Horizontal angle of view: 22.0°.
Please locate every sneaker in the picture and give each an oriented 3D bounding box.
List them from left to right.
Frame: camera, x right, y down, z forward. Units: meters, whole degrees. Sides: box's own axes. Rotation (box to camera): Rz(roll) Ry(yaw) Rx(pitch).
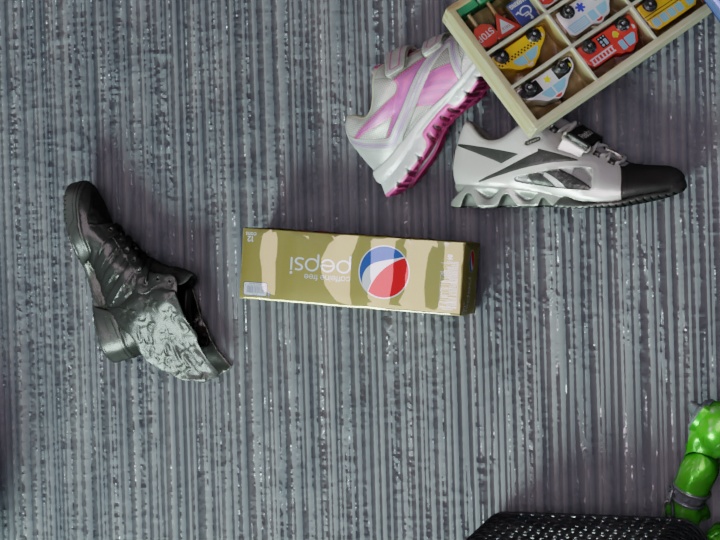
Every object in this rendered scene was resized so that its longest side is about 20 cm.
[{"bbox_3d":[-0.192,0.008,1.657,0.104,0.060,0.201,-13,93,16],"label":"sneaker"},{"bbox_3d":[0.057,-0.163,1.573,0.088,0.081,0.200,40,100,9],"label":"sneaker"},{"bbox_3d":[0.173,-0.095,1.547,0.199,0.074,0.089,2,94,14],"label":"sneaker"}]

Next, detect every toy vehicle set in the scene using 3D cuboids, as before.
[{"bbox_3d":[0.182,-0.214,1.523,0.200,0.027,0.124,-35,82,-14],"label":"toy vehicle set"}]

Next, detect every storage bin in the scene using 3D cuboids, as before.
[{"bbox_3d":[0.182,0.279,1.523,0.199,0.094,0.136,-1,100,23],"label":"storage bin"}]

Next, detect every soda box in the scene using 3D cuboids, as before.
[{"bbox_3d":[0.000,0.000,1.599,0.199,0.068,0.064,5,92,15],"label":"soda box"}]

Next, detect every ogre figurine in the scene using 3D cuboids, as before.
[{"bbox_3d":[0.338,0.159,1.502,0.200,0.098,0.120,1,106,47],"label":"ogre figurine"}]

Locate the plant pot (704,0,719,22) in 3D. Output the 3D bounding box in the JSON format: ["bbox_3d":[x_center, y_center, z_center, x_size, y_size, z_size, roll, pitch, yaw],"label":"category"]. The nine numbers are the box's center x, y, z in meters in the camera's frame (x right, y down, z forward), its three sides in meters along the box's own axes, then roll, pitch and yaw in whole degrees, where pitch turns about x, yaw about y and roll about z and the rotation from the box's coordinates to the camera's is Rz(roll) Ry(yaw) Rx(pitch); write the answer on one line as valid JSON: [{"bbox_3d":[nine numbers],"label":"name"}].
[{"bbox_3d":[0.358,-0.254,1.440,0.200,0.180,0.200,-34,83,12],"label":"plant pot"}]
